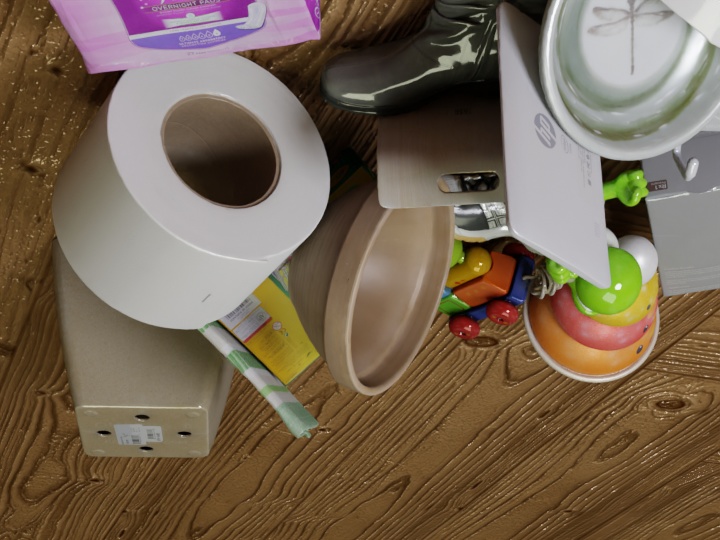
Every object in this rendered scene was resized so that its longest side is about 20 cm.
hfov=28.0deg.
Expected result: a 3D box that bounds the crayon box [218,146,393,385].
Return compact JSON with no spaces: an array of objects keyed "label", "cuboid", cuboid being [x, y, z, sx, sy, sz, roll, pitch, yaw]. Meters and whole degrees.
[{"label":"crayon box","cuboid":[-0.041,-0.003,1.362,0.200,0.058,0.119,-42,119,3]}]

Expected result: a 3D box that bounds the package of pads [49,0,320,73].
[{"label":"package of pads","cuboid":[-0.134,-0.218,1.083,0.198,0.076,0.121,-7,152,9]}]

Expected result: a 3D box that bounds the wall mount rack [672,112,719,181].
[{"label":"wall mount rack","cuboid":[0.341,-0.160,1.221,0.198,0.075,0.175,0,123,-5]}]

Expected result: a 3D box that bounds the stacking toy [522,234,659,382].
[{"label":"stacking toy","cuboid":[0.247,0.020,1.429,0.145,0.147,0.200,1,162,-5]}]

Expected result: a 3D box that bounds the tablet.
[{"label":"tablet","cuboid":[0.148,-0.096,1.098,0.014,0.201,0.130,-22,146,36]}]

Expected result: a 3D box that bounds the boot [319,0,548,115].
[{"label":"boot","cuboid":[0.062,-0.197,1.159,0.198,0.068,0.131,-7,144,-2]}]

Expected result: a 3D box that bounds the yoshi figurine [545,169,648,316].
[{"label":"yoshi figurine","cuboid":[0.201,-0.041,1.286,0.112,0.112,0.201,-12,118,24]}]

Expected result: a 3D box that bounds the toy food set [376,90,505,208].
[{"label":"toy food set","cuboid":[0.087,-0.104,1.202,0.142,0.200,0.061,-3,118,3]}]

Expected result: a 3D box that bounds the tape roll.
[{"label":"tape roll","cuboid":[-0.144,-0.070,1.222,0.201,0.204,0.139,14,148,-26]}]

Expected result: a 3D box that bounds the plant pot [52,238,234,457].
[{"label":"plant pot","cuboid":[-0.225,0.093,1.537,0.198,0.178,0.200,1,151,-5]}]

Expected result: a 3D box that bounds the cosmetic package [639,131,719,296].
[{"label":"cosmetic package","cuboid":[0.328,-0.060,1.386,0.106,0.091,0.200,-7,148,11]}]

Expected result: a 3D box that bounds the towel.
[{"label":"towel","cuboid":[-0.118,0.079,1.338,0.023,0.200,0.153,-44,174,-2]}]

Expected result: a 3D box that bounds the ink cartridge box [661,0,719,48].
[{"label":"ink cartridge box","cuboid":[0.280,-0.244,1.033,0.199,0.050,0.161,18,124,-35]}]

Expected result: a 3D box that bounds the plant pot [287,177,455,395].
[{"label":"plant pot","cuboid":[0.000,0.000,1.267,0.092,0.202,0.201,19,159,23]}]

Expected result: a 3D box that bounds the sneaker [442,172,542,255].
[{"label":"sneaker","cuboid":[0.140,-0.074,1.381,0.198,0.076,0.088,9,131,-20]}]

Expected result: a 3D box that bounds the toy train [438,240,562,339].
[{"label":"toy train","cuboid":[0.121,-0.005,1.458,0.115,0.085,0.200,28,154,-21]}]

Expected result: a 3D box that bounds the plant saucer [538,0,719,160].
[{"label":"plant saucer","cuboid":[0.214,-0.187,1.113,0.199,0.050,0.202,-10,115,-23]}]
